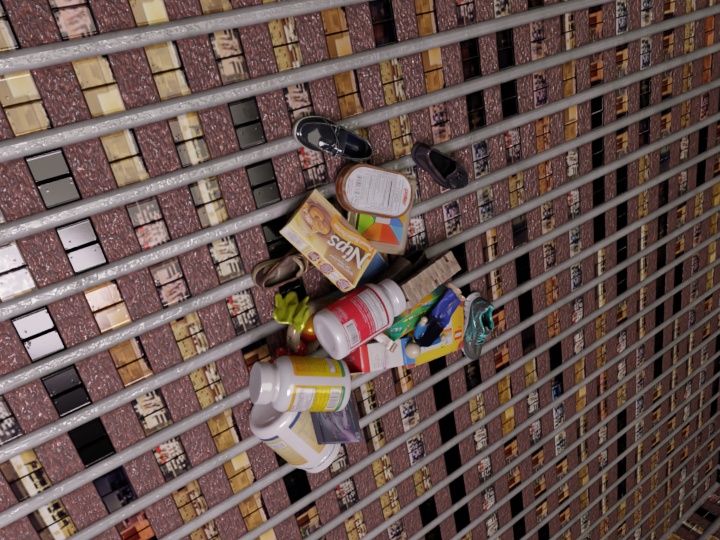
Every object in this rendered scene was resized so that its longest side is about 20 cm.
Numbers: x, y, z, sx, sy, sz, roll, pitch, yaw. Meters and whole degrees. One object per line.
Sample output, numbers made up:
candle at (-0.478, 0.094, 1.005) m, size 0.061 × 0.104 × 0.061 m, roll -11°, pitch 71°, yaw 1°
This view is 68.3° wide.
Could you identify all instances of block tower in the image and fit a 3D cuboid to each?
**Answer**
block tower at (0.160, 0.021, 1.283) m, size 0.199 × 0.054 × 0.058 m, roll -35°, pitch 96°, yaw -31°

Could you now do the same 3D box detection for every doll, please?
doll at (0.181, 0.134, 1.294) m, size 0.201 × 0.048 × 0.137 m, roll -51°, pitch 139°, yaw -8°

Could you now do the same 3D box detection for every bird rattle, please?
bird rattle at (-0.128, 0.146, 1.216) m, size 0.162 × 0.111 × 0.205 m, roll -19°, pitch 115°, yaw -49°

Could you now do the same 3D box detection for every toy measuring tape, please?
toy measuring tape at (0.002, 0.133, 1.270) m, size 0.198 × 0.074 × 0.074 m, roll 34°, pitch 85°, yaw 10°

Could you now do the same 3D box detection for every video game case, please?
video game case at (-0.062, 0.336, 1.259) m, size 0.019 × 0.145 × 0.199 m, roll -25°, pitch 156°, yaw 18°

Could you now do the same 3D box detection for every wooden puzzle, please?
wooden puzzle at (0.052, -0.138, 1.275) m, size 0.197 × 0.037 × 0.189 m, roll 6°, pitch 97°, yaw -36°

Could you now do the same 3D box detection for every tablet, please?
tablet at (0.000, 0.000, 1.306) m, size 0.130 × 0.014 × 0.201 m, roll -48°, pitch 122°, yaw -12°

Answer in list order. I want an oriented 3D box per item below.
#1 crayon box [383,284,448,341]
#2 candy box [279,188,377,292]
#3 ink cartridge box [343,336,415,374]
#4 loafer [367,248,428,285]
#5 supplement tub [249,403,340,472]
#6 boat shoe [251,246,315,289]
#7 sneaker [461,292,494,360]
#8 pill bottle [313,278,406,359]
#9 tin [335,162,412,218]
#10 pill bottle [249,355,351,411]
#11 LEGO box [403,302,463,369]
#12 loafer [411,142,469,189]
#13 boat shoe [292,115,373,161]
crayon box at (0.110, 0.082, 1.323) m, size 0.198 × 0.118 × 0.059 m, roll -30°, pitch 134°, yaw -27°
candy box at (-0.067, -0.064, 1.164) m, size 0.200 × 0.055 × 0.116 m, roll 44°, pitch 56°, yaw -16°
ink cartridge box at (0.024, 0.210, 1.312) m, size 0.196 × 0.115 × 0.069 m, roll -4°, pitch 85°, yaw -32°
loafer at (0.090, -0.002, 1.311) m, size 0.198 × 0.072 × 0.073 m, roll -27°, pitch 126°, yaw -34°
supplement tub at (-0.148, 0.367, 1.239) m, size 0.145 × 0.144 × 0.201 m, roll -46°, pitch 123°, yaw -12°
boat shoe at (-0.141, -0.011, 1.176) m, size 0.197 × 0.072 × 0.074 m, roll -24°, pitch 116°, yaw -25°
sneaker at (0.340, 0.170, 1.526) m, size 0.076 × 0.091 × 0.205 m, roll -11°, pitch 110°, yaw -28°
pill bottle at (0.002, 0.100, 1.177) m, size 0.198 × 0.111 × 0.114 m, roll -29°, pitch 118°, yaw -27°
tin at (0.035, -0.181, 1.220) m, size 0.196 × 0.042 × 0.115 m, roll 6°, pitch 100°, yaw -31°
pill bottle at (-0.128, 0.240, 1.121) m, size 0.196 × 0.112 × 0.115 m, roll 7°, pitch 100°, yaw -28°
LEGO box at (0.182, 0.156, 1.429) m, size 0.197 × 0.077 × 0.152 m, roll -14°, pitch 111°, yaw -29°
loafer at (0.212, -0.256, 1.336) m, size 0.198 × 0.063 × 0.073 m, roll 24°, pitch 91°, yaw -35°
boat shoe at (-0.055, -0.285, 1.159) m, size 0.197 × 0.062 × 0.076 m, roll 13°, pitch 99°, yaw -33°
